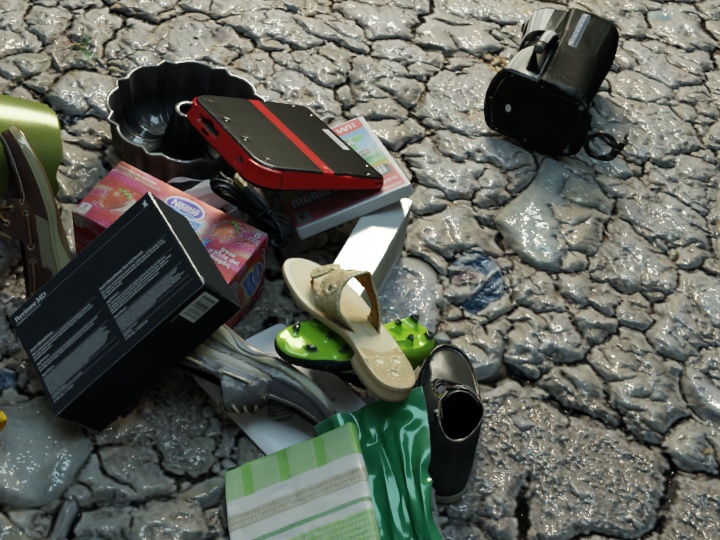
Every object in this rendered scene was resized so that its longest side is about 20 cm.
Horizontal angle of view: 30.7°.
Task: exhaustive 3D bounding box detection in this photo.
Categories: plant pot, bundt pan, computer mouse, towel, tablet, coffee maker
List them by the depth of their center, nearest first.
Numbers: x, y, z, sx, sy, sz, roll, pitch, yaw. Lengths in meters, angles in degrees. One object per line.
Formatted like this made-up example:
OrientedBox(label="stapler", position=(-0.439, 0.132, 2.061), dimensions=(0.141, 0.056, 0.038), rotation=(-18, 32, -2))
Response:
OrientedBox(label="towel", position=(-0.052, 0.248, 1.227), dimensions=(0.149, 0.031, 0.200), rotation=(-21, 44, 10))
OrientedBox(label="tablet", position=(-0.069, 0.143, 1.383), dimensions=(0.130, 0.014, 0.200), rotation=(-28, 57, -34))
OrientedBox(label="plant pot", position=(-0.442, -0.132, 1.468), dimensions=(0.190, 0.200, 0.200), rotation=(-1, 45, -30))
OrientedBox(label="computer mouse", position=(-0.166, -0.068, 1.490), dimensions=(0.200, 0.110, 0.044), rotation=(4, 58, 55))
OrientedBox(label="bundt pan", position=(-0.215, -0.171, 1.619), dimensions=(0.202, 0.076, 0.202), rotation=(7, 44, -6))
OrientedBox(label="coffee maker", position=(0.285, -0.252, 1.800), dimensions=(0.192, 0.135, 0.200), rotation=(39, 46, -7))

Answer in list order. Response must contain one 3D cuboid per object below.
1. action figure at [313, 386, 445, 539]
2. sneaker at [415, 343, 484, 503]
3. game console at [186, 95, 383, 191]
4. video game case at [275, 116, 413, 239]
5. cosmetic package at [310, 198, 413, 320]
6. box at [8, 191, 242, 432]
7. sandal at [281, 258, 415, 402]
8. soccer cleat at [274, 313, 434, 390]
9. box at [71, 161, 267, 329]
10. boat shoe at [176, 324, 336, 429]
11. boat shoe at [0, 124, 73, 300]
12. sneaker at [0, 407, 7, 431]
OrientedBox(label="action figure", position=(0.037, 0.226, 1.277), dimensions=(0.118, 0.055, 0.200), rotation=(-23, 64, 13))
OrientedBox(label="sneaker", position=(0.101, 0.133, 1.365), dimensions=(0.075, 0.106, 0.200), rotation=(8, 44, -5))
OrientedBox(label="game console", position=(-0.091, -0.146, 1.518), dimensions=(0.177, 0.031, 0.200), rotation=(2, 31, -37))
OrientedBox(label="video game case", position=(-0.033, -0.115, 1.576), dimensions=(0.143, 0.017, 0.200), rotation=(-22, 34, -5))
OrientedBox(label="cosmetic package", position=(0.000, 0.000, 1.493), dimensions=(0.051, 0.083, 0.200), rotation=(22, 44, 9))
OrientedBox(label="box", position=(-0.239, 0.042, 1.321), dimensions=(0.200, 0.079, 0.141), rotation=(-41, 58, 8))
OrientedBox(label="sandal", position=(-0.001, 0.034, 1.320), dimensions=(0.078, 0.070, 0.212), rotation=(-4, 43, -38))
OrientedBox(label="soccer cleat", position=(-0.008, 0.091, 1.376), dimensions=(0.200, 0.081, 0.068), rotation=(0, 40, -37))
OrientedBox(label="box", position=(-0.210, -0.022, 1.449), dimensions=(0.200, 0.100, 0.095), rotation=(26, 52, 14))
OrientedBox(label="boat shoe", position=(-0.119, 0.116, 1.350), dimensions=(0.200, 0.075, 0.073), rotation=(31, 75, 8))
OrientedBox(label="boat shoe", position=(-0.361, -0.053, 1.405), dimensions=(0.072, 0.200, 0.072), rotation=(-18, 17, -16))
OrientedBox(label="sneaker", position=(-0.389, 0.136, 1.280), dimensions=(0.082, 0.078, 0.200), rotation=(1, 55, -18))
